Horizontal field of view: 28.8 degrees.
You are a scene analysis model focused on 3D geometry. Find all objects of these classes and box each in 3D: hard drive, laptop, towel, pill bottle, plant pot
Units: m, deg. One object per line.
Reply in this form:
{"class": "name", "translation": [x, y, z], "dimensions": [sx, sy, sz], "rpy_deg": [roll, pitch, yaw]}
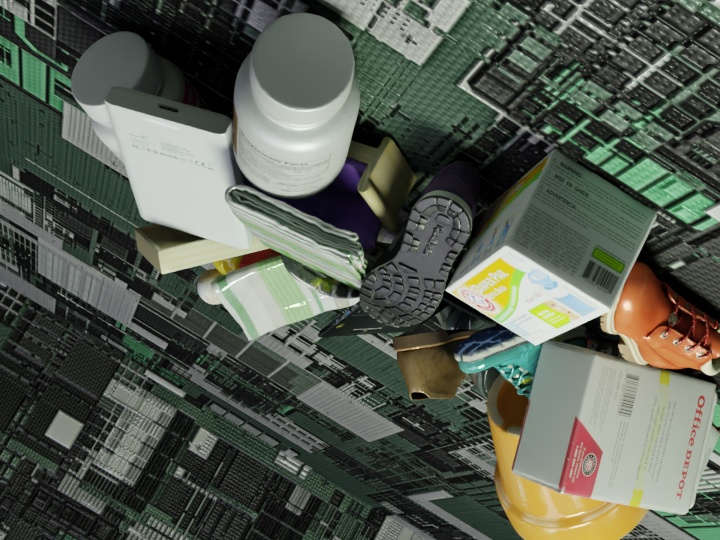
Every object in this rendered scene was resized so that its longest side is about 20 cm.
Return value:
{"class": "hard drive", "translation": [-0.181, -0.102, 1.439], "dimensions": [0.130, 0.026, 0.201], "rpy_deg": [17, 151, 13]}
{"class": "laptop", "translation": [0.090, 0.058, 1.498], "dimensions": [0.199, 0.104, 0.176], "rpy_deg": [-37, 158, 31]}
{"class": "towel", "translation": [-0.054, -0.031, 1.418], "dimensions": [0.148, 0.031, 0.200], "rpy_deg": [27, 173, 10]}
{"class": "pill bottle", "translation": [-0.058, -0.148, 1.267], "dimensions": [0.113, 0.115, 0.200], "rpy_deg": [29, 164, 2]}
{"class": "plant pot", "translation": [0.238, 0.204, 1.682], "dimensions": [0.199, 0.201, 0.184], "rpy_deg": [15, 147, 41]}
{"class": "towel", "translation": [-0.065, 0.021, 1.692], "dimensions": [0.197, 0.031, 0.149], "rpy_deg": [-17, 153, 6]}
{"class": "pill bottle", "translation": [-0.221, -0.159, 1.517], "dimensions": [0.112, 0.114, 0.200], "rpy_deg": [19, 161, 33]}

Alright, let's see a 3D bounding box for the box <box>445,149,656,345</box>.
{"class": "box", "translation": [0.169, -0.015, 1.289], "dimensions": [0.112, 0.102, 0.200], "rpy_deg": [31, 164, -4]}

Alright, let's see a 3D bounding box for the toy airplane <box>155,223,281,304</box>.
{"class": "toy airplane", "translation": [-0.174, -0.028, 1.768], "dimensions": [0.198, 0.143, 0.199], "rpy_deg": [21, 173, 5]}

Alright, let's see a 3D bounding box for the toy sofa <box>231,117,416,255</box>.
{"class": "toy sofa", "translation": [-0.052, -0.099, 1.433], "dimensions": [0.198, 0.098, 0.083], "rpy_deg": [21, 162, 31]}

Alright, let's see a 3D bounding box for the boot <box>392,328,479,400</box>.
{"class": "boot", "translation": [0.093, 0.103, 1.563], "dimensions": [0.073, 0.077, 0.199], "rpy_deg": [-11, 177, 27]}

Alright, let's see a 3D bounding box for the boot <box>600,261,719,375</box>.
{"class": "boot", "translation": [0.291, 0.045, 1.326], "dimensions": [0.106, 0.076, 0.200], "rpy_deg": [17, 168, 30]}

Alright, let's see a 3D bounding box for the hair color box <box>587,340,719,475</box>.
{"class": "hair color box", "translation": [0.317, 0.174, 1.598], "dimensions": [0.200, 0.102, 0.061], "rpy_deg": [41, 160, -30]}

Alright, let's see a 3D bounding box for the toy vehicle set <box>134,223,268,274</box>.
{"class": "toy vehicle set", "translation": [-0.146, -0.045, 1.587], "dimensions": [0.124, 0.197, 0.027], "rpy_deg": [-146, 45, -66]}

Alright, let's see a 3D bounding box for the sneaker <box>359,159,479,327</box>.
{"class": "sneaker", "translation": [0.067, -0.025, 1.372], "dimensions": [0.075, 0.088, 0.201], "rpy_deg": [30, 135, -4]}

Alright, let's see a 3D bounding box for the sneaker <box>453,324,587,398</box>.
{"class": "sneaker", "translation": [0.179, 0.096, 1.488], "dimensions": [0.198, 0.081, 0.077], "rpy_deg": [0, 175, -44]}

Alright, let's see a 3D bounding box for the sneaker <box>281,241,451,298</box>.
{"class": "sneaker", "translation": [0.000, 0.000, 1.578], "dimensions": [0.197, 0.076, 0.084], "rpy_deg": [9, 174, -21]}

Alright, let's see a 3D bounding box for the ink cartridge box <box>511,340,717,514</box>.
{"class": "ink cartridge box", "translation": [0.269, 0.167, 1.474], "dimensions": [0.198, 0.147, 0.083], "rpy_deg": [16, 177, -36]}

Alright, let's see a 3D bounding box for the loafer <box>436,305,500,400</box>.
{"class": "loafer", "translation": [0.148, 0.094, 1.740], "dimensions": [0.063, 0.072, 0.201], "rpy_deg": [41, 169, 45]}
